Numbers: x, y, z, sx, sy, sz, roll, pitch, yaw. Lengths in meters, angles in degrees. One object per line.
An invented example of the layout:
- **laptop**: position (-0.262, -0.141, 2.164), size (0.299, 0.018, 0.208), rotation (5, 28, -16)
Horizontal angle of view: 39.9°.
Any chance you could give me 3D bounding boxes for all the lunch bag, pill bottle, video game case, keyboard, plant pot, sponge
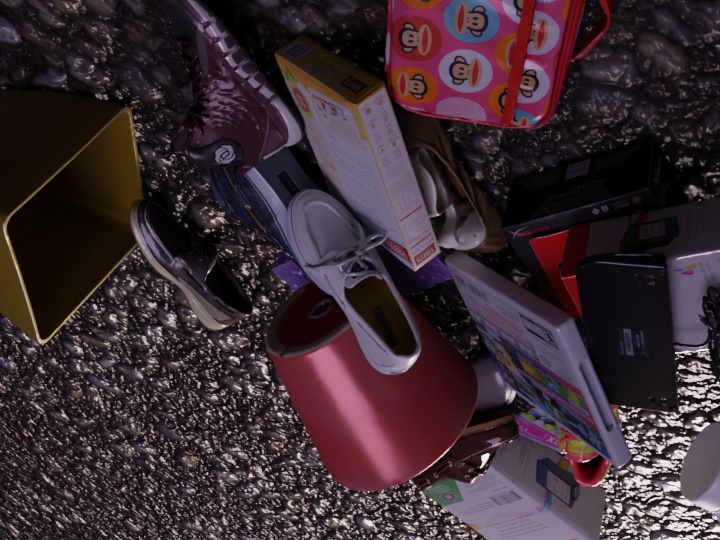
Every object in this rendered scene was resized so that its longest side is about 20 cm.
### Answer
- **lunch bag**: position (0.111, -0.208, 0.793), size (0.174, 0.082, 0.201), rotation (11, 141, 8)
- **pill bottle**: position (0.469, 0.255, 1.112), size (0.198, 0.114, 0.114), rotation (26, 141, -5)
- **video game case**: position (0.172, 0.082, 0.977), size (0.200, 0.023, 0.183), rotation (36, 158, 58)
- **keyboard**: position (0.253, 0.057, 0.841), size (0.126, 0.021, 0.201), rotation (6, 141, 26)
- **plant pot**: position (0.002, 0.102, 1.071), size (0.199, 0.201, 0.178), rotation (-14, 123, 36)
- **sponge**: position (0.003, -0.007, 1.105), size (0.199, 0.030, 0.111), rotation (-24, 123, 40)
- **plant pot**: position (-0.369, -0.081, 1.084), size (0.175, 0.201, 0.201), rotation (24, 142, 16)

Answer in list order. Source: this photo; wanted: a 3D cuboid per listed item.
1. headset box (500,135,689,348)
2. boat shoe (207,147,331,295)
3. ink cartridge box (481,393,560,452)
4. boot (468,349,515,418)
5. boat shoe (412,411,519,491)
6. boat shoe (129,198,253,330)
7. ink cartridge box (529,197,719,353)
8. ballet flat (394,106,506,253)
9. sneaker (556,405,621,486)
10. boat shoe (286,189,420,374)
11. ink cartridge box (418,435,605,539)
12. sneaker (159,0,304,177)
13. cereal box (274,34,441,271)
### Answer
- **headset box**: position (0.247, -0.012, 0.946), size (0.147, 0.075, 0.200), rotation (-14, 128, 34)
- **boat shoe**: position (-0.080, -0.054, 1.036), size (0.201, 0.071, 0.091), rotation (57, 142, -2)
- **ink cartridge box**: position (0.225, 0.133, 1.151), size (0.118, 0.042, 0.201), rotation (23, 139, -1)
- **boot**: position (0.088, 0.162, 1.158), size (0.070, 0.131, 0.200), rotation (62, 145, 16)
- **boat shoe**: position (0.125, 0.221, 1.197), size (0.200, 0.070, 0.071), rotation (-33, 72, 53)
- **boat shoe**: position (-0.194, -0.012, 1.168), size (0.064, 0.074, 0.201), rotation (-16, 132, 23)
- **ink cartridge box**: position (0.252, 0.013, 0.861), size (0.198, 0.068, 0.117), rotation (-12, 130, 32)
- **ballet flat**: position (0.082, -0.070, 0.962), size (0.067, 0.073, 0.201), rotation (-10, 131, 28)
- **sneaker**: position (0.244, 0.158, 1.068), size (0.077, 0.091, 0.201), rotation (-1, 134, 27)
- **boat shoe**: position (-0.004, 0.003, 0.941), size (0.203, 0.074, 0.086), rotation (62, 163, 8)
- **ink cartridge box**: position (0.200, 0.289, 1.300), size (0.200, 0.088, 0.145), rotation (39, 139, -17)
- **sneaker**: position (-0.149, -0.166, 0.919), size (0.115, 0.076, 0.200), rotation (-40, 117, 0)
- **cereal box**: position (-0.001, -0.108, 0.928), size (0.144, 0.039, 0.201), rotation (40, 160, 44)
